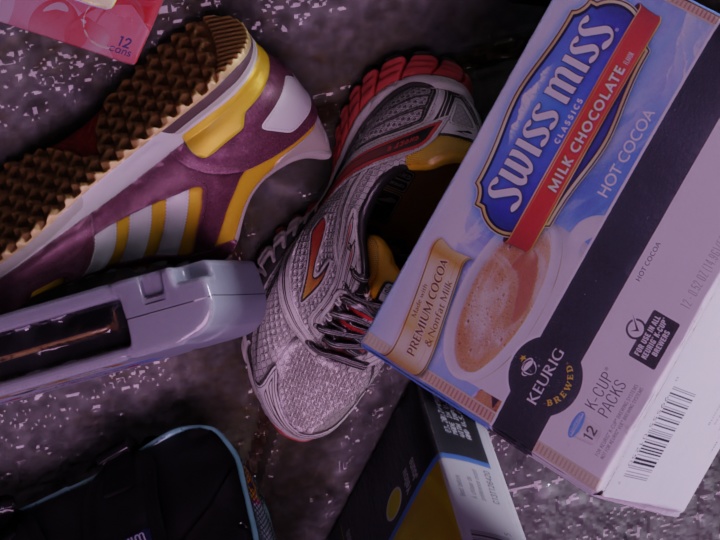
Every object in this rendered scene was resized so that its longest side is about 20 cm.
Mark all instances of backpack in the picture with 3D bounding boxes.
[{"bbox_3d":[-0.099,0.204,1.070,0.175,0.201,0.154,-23,143,-1],"label":"backpack"}]

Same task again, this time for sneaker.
[{"bbox_3d":[-0.105,-0.022,0.991,0.199,0.075,0.090,-35,125,12],"label":"sneaker"},{"bbox_3d":[0.000,0.000,1.030,0.077,0.082,0.201,10,121,-22],"label":"sneaker"}]

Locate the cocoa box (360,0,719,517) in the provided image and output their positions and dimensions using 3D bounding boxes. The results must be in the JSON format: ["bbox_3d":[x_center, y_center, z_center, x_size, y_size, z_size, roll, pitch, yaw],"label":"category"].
[{"bbox_3d":[0.119,-0.014,0.965,0.201,0.131,0.133,-61,155,4],"label":"cocoa box"}]

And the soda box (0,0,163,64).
[{"bbox_3d":[-0.172,-0.152,0.889,0.199,0.064,0.070,16,118,-24],"label":"soda box"}]

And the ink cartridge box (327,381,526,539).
[{"bbox_3d":[0.020,0.187,1.092,0.047,0.198,0.201,17,117,-22],"label":"ink cartridge box"}]

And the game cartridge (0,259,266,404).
[{"bbox_3d":[-0.144,0.037,0.984,0.199,0.133,0.042,-16,83,9],"label":"game cartridge"}]

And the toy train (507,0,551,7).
[{"bbox_3d":[0.020,-0.135,0.965,0.199,0.046,0.034,2,123,-17],"label":"toy train"}]

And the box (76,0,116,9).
[{"bbox_3d":[-0.100,-0.229,0.785,0.096,0.176,0.201,19,116,-26],"label":"box"}]
